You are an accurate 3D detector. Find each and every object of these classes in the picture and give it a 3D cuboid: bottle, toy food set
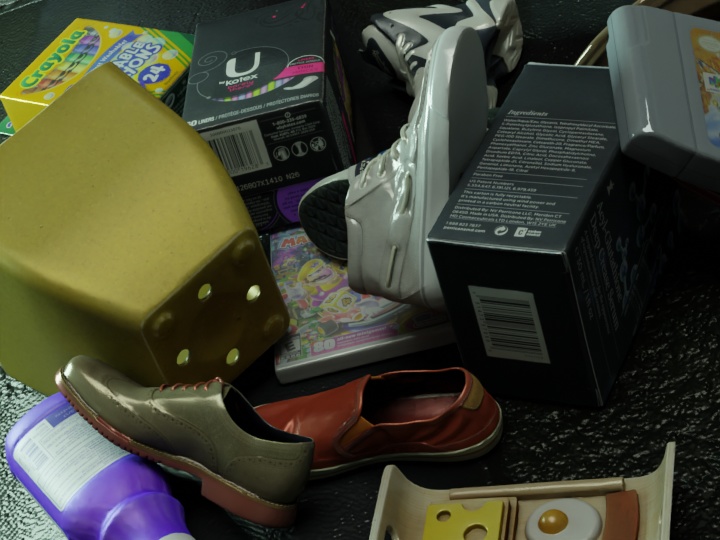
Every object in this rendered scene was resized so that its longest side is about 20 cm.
[{"bbox_3d":[-0.176,0.160,1.397,0.083,0.065,0.200,-38,42,-14],"label":"bottle"},{"bbox_3d":[0.101,0.174,1.271,0.199,0.061,0.144,-5,41,16],"label":"toy food set"}]

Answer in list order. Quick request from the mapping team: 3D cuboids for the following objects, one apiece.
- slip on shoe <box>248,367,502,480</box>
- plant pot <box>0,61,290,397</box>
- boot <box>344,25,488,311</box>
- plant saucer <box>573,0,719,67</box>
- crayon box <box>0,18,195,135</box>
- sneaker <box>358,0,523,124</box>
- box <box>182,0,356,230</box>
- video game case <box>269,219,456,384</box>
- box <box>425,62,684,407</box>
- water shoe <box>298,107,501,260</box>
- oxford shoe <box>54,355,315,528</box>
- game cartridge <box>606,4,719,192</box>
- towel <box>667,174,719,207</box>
[{"bbox_3d":[-0.001,0.102,1.398,0.199,0.061,0.074,-6,42,18],"label":"slip on shoe"},{"bbox_3d":[-0.167,0.002,1.484,0.200,0.196,0.194,31,63,36],"label":"plant pot"},{"bbox_3d":[0.032,-0.075,1.412,0.095,0.201,0.073,7,4,27],"label":"boot"},{"bbox_3d":[0.242,-0.161,1.515,0.199,0.200,0.030,-27,67,-10],"label":"plant saucer"},{"bbox_3d":[-0.238,-0.169,1.820,0.199,0.052,0.126,11,48,33],"label":"crayon box"},{"bbox_3d":[0.048,-0.165,1.676,0.129,0.080,0.200,2,43,26],"label":"sneaker"},{"bbox_3d":[-0.073,-0.132,1.648,0.122,0.107,0.200,-13,32,7],"label":"box"},{"bbox_3d":[0.000,0.000,1.550,0.142,0.018,0.201,-14,39,7],"label":"video game case"},{"bbox_3d":[0.145,-0.028,1.419,0.107,0.149,0.200,6,46,27],"label":"box"},{"bbox_3d":[0.040,-0.064,1.517,0.199,0.072,0.079,-21,9,40],"label":"water shoe"},{"bbox_3d":[-0.119,0.100,1.385,0.199,0.075,0.070,27,16,10],"label":"oxford shoe"},{"bbox_3d":[0.272,-0.112,1.395,0.199,0.042,0.134,9,51,-18],"label":"game cartridge"},{"bbox_3d":[0.306,-0.076,1.424,0.199,0.023,0.144,30,50,1],"label":"towel"}]
